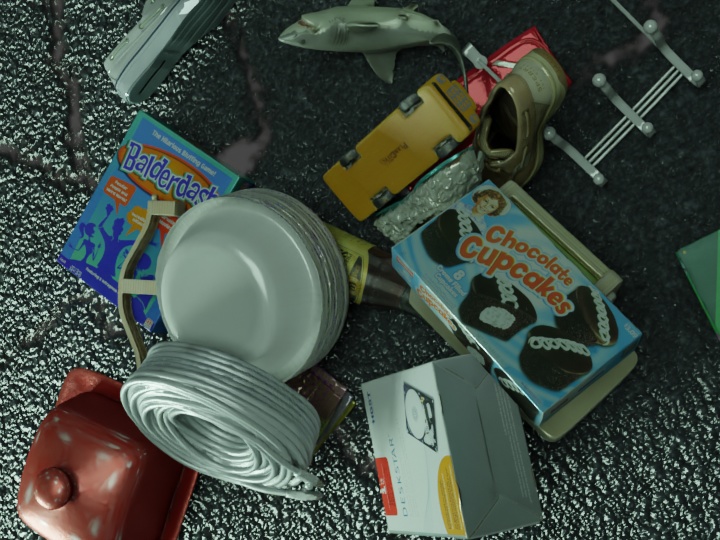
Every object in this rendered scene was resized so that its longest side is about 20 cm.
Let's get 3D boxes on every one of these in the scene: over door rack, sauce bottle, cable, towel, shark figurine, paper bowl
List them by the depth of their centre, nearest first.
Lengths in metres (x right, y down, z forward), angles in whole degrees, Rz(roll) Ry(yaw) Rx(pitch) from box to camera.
[{"bbox_3d":[0.211,-0.200,1.106,0.200,0.067,0.148,45,101,5],"label":"over door rack"},{"bbox_3d":[-0.137,0.145,1.138,0.199,0.200,0.069,1,51,36],"label":"cable"},{"bbox_3d":[-0.120,0.022,1.158,0.199,0.104,0.202,6,104,27],"label":"paper bowl"},{"bbox_3d":[0.038,-0.228,1.181,0.213,0.128,0.090,15,128,29],"label":"shark figurine"},{"bbox_3d":[0.000,0.000,1.186,0.199,0.066,0.066,23,94,21],"label":"sauce bottle"},{"bbox_3d":[-0.115,0.133,1.242,0.200,0.023,0.144,38,100,19],"label":"towel"}]

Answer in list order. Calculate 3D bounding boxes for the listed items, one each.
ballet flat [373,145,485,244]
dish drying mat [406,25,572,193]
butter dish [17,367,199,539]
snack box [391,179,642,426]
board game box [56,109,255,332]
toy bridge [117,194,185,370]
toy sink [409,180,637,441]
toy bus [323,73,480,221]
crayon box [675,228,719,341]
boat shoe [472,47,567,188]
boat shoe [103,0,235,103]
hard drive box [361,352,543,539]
[{"bbox_3d":[0.078,-0.063,1.117,0.071,0.200,0.072,5,76,-19],"label":"ballet flat"},{"bbox_3d":[0.115,-0.163,1.179,0.199,0.018,0.077,-35,80,14],"label":"dish drying mat"},{"bbox_3d":[-0.293,0.227,1.232,0.198,0.148,0.201,21,95,19],"label":"butter dish"},{"bbox_3d":[0.133,0.024,0.998,0.116,0.037,0.200,-35,66,-17],"label":"snack box"},{"bbox_3d":[-0.231,-0.055,1.284,0.152,0.045,0.201,33,97,19],"label":"board game box"},{"bbox_3d":[-0.229,0.018,1.241,0.067,0.027,0.202,2,88,20],"label":"toy bridge"},{"bbox_3d":[0.161,0.038,1.074,0.130,0.112,0.200,-38,72,-17],"label":"toy sink"},{"bbox_3d":[0.043,-0.121,1.118,0.065,0.078,0.200,50,138,-3],"label":"toy bus"},{"bbox_3d":[0.406,-0.007,1.042,0.199,0.058,0.119,-28,77,16],"label":"crayon box"},{"bbox_3d":[0.134,-0.129,1.082,0.064,0.200,0.071,-34,69,-22],"label":"boat shoe"},{"bbox_3d":[-0.217,-0.279,1.278,0.200,0.074,0.067,-44,76,13],"label":"boat shoe"},{"bbox_3d":[0.079,0.166,1.075,0.076,0.200,0.157,-8,81,-19],"label":"hard drive box"}]
